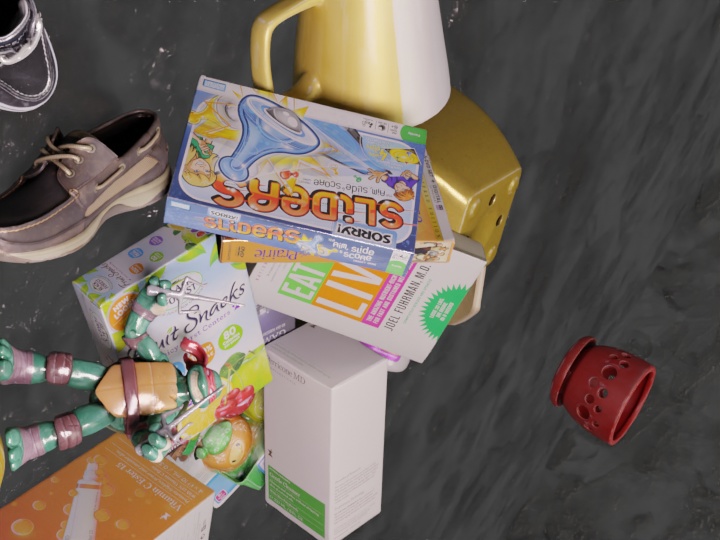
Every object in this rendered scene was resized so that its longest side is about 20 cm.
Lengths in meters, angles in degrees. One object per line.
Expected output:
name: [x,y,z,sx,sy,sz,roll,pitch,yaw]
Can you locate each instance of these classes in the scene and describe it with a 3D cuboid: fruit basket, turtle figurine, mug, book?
fruit basket: [-0.127,0.144,1.240,0.186,0.093,0.201,-53,152,-18]
turtle figurine: [-0.180,0.093,0.926,0.198,0.151,0.101,-8,147,-16]
mug: [0.002,-0.215,1.034,0.187,0.148,0.154,-63,157,-48]
book: [0.000,0.000,1.107,0.134,0.198,0.048,-60,-160,28]

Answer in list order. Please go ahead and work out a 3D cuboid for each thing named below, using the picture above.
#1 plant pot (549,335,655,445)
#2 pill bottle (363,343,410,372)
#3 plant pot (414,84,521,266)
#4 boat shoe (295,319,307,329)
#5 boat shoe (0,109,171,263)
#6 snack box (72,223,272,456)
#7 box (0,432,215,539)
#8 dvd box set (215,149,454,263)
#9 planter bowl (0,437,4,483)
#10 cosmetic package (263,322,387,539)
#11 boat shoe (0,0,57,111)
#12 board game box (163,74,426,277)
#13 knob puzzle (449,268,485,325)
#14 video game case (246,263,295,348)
plant pot: [0.532,0.259,2.619,0.201,0.181,0.202,-46,154,-31]
pill bottle: [0.050,0.015,1.441,0.202,0.104,0.104,-65,157,8]
plant pot: [0.046,-0.082,1.204,0.195,0.199,0.196,-31,143,-51]
boat shoe: [0.006,0.025,1.294,0.072,0.199,0.066,57,42,-25]
boat shoe: [-0.213,-0.069,0.860,0.200,0.074,0.074,-43,143,-55]
snack box: [-0.161,0.058,1.051,0.142,0.053,0.201,-35,137,-27]
box: [-0.246,0.254,1.075,0.200,0.124,0.098,-34,145,-48]
dvd box set: [-0.030,-0.067,1.009,0.198,0.147,0.030,1,137,-14]
planter bowl: [-0.321,0.149,0.852,0.200,0.083,0.202,-45,152,-32]
cosmetic package: [-0.038,0.166,1.217,0.084,0.107,0.202,-26,128,-38]
boat shoe: [-0.228,-0.155,0.718,0.072,0.067,0.200,-53,156,-17]
board game box: [-0.049,-0.078,0.958,0.035,0.198,0.136,111,-11,-53]
knob puzzle: [0.128,-0.020,1.459,0.030,0.220,0.222,6,121,-17]
video game case: [-0.118,0.004,1.123,0.142,0.019,0.202,-24,131,-38]
